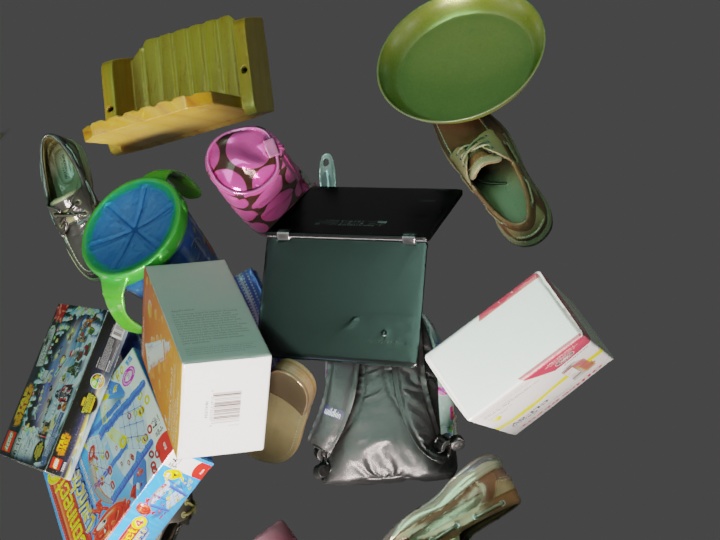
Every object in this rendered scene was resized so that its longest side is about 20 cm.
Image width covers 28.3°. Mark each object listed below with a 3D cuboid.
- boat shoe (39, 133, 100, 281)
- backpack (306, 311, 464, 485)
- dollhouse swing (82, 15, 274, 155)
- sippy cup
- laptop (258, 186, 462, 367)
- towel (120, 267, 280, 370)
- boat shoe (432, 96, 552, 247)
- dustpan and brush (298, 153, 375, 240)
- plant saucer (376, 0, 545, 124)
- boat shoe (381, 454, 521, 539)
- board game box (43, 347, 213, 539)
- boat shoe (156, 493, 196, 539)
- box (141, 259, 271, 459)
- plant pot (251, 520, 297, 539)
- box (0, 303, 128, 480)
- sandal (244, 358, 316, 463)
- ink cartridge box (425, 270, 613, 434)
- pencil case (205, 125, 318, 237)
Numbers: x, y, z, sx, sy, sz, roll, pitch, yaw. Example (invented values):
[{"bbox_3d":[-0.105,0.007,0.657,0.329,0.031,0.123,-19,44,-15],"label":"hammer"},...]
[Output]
[{"bbox_3d":[-0.362,-0.081,1.789,0.072,0.066,0.201,-25,70,13],"label":"boat shoe"},{"bbox_3d":[0.026,0.131,1.558,0.166,0.127,0.201,-4,77,3],"label":"backpack"},{"bbox_3d":[-0.234,-0.236,1.718,0.199,0.176,0.182,-13,73,19],"label":"dollhouse swing"},{"bbox_3d":[-0.237,-0.019,1.683,0.178,0.130,0.140,-44,49,-3],"label":"sippy cup"},{"bbox_3d":[0.000,0.000,1.554,0.187,0.200,0.116,3,118,22],"label":"laptop"},{"bbox_3d":[-0.187,0.101,1.704,0.199,0.024,0.145,-27,70,13],"label":"towel"},{"bbox_3d":[0.146,-0.118,1.599,0.076,0.074,0.200,-39,68,8],"label":"boat shoe"},{"bbox_3d":[-0.029,-0.033,1.654,0.139,0.057,0.201,-6,75,20],"label":"dustpan and brush"},{"bbox_3d":[0.117,-0.240,1.635,0.199,0.031,0.201,-11,54,16],"label":"plant saucer"},{"bbox_3d":[0.087,0.284,1.530,0.200,0.076,0.072,-43,69,9],"label":"boat shoe"},{"bbox_3d":[-0.269,0.224,1.626,0.196,0.056,0.200,-53,36,12],"label":"board game box"},{"bbox_3d":[-0.224,0.282,1.652,0.060,0.072,0.202,27,87,12],"label":"boat shoe"},{"bbox_3d":[-0.172,0.093,1.555,0.200,0.097,0.125,-122,33,-54],"label":"box"},{"bbox_3d":[-0.115,0.397,1.527,0.200,0.200,0.179,-36,83,10],"label":"plant pot"},{"bbox_3d":[-0.354,0.141,1.705,0.137,0.040,0.201,3,70,54],"label":"box"},{"bbox_3d":[-0.079,0.144,1.595,0.078,0.212,0.070,36,56,5],"label":"sandal"},{"bbox_3d":[0.169,0.090,1.474,0.145,0.200,0.084,-39,70,9],"label":"ink cartridge box"},{"bbox_3d":[-0.108,-0.102,1.624,0.093,0.200,0.091,-13,78,7],"label":"pencil case"}]
